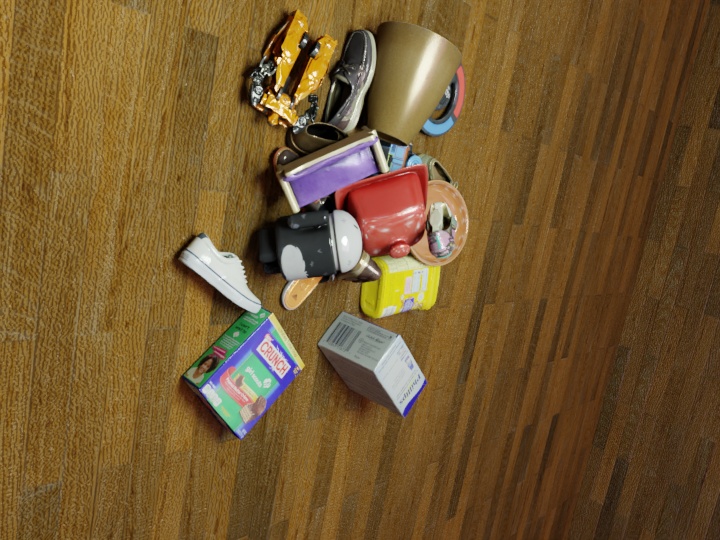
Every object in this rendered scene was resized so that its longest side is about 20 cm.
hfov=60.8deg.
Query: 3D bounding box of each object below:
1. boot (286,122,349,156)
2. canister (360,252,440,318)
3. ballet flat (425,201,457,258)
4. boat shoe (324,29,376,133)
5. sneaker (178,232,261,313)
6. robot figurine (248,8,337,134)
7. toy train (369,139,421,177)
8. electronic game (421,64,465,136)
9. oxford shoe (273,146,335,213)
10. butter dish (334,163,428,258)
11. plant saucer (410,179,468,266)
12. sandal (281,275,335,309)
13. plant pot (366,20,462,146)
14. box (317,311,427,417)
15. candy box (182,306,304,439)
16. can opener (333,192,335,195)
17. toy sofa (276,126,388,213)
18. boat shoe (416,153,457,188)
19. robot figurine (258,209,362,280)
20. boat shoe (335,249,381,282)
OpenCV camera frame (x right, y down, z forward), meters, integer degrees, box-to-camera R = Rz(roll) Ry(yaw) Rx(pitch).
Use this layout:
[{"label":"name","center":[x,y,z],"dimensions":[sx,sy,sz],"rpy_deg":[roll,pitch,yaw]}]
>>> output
[{"label":"boot","center":[-0.043,-0.245,1.209],"dimensions":[0.197,0.075,0.076],"rpy_deg":[7,81,-39]},{"label":"canister","center":[0.096,0.030,1.488],"dimensions":[0.197,0.086,0.152],"rpy_deg":[-9,111,-44]},{"label":"ballet flat","center":[0.161,-0.096,1.249],"dimensions":[0.201,0.068,0.073],"rpy_deg":[-76,154,-63]},{"label":"boat shoe","center":[-0.024,-0.376,1.215],"dimensions":[0.064,0.071,0.204],"rpy_deg":[0,110,-52]},{"label":"sneaker","center":[-0.239,0.008,1.123],"dimensions":[0.071,0.072,0.200],"rpy_deg":[-53,136,-10]},{"label":"robot figurine","center":[-0.124,-0.351,1.110],"dimensions":[0.144,0.058,0.203],"rpy_deg":[29,83,-32]},{"label":"toy train","center":[0.063,-0.193,1.373],"dimensions":[0.113,0.086,0.204],"rpy_deg":[6,103,-38]},{"label":"electronic game","center":[0.185,-0.418,1.445],"dimensions":[0.198,0.041,0.205],"rpy_deg":[-20,118,-41]},{"label":"oxford shoe","center":[-0.100,-0.162,1.209],"dimensions":[0.072,0.072,0.201],"rpy_deg":[-52,135,-15]},{"label":"butter dish","center":[0.061,-0.094,1.245],"dimensions":[0.195,0.150,0.201],"rpy_deg":[-17,152,-4]},{"label":"plant saucer","center":[0.176,-0.113,1.472],"dimensions":[0.196,0.037,0.205],"rpy_deg":[-3,95,-32]},{"label":"sandal","center":[-0.085,0.003,1.299],"dimensions":[0.209,0.059,0.079],"rpy_deg":[-56,137,-16]},{"label":"plant pot","center":[0.089,-0.366,1.255],"dimensions":[0.185,0.185,0.204],"rpy_deg":[16,95,-48]},{"label":"box","center":[0.030,0.215,1.413],"dimensions":[0.105,0.182,0.201],"rpy_deg":[-51,136,-22]},{"label":"candy box","center":[-0.223,0.198,1.211],"dimensions":[0.201,0.076,0.171],"rpy_deg":[-48,134,-25]},{"label":"can opener","center":[0.034,-0.188,1.287],"dimensions":[0.195,0.053,0.068],"rpy_deg":[-11,111,-7]},{"label":"toy sofa","center":[-0.051,-0.183,1.125],"dimensions":[0.197,0.098,0.084],"rpy_deg":[-25,115,-5]},{"label":"boat shoe","center":[0.195,-0.212,1.518],"dimensions":[0.199,0.062,0.074],"rpy_deg":[37,77,-48]},{"label":"robot figurine","center":[-0.095,-0.050,1.175],"dimensions":[0.195,0.150,0.128],"rpy_deg":[-8,98,0]},{"label":"boat shoe","center":[0.000,0.000,1.294],"dimensions":[0.071,0.200,0.073],"rpy_deg":[32,80,-11]}]
